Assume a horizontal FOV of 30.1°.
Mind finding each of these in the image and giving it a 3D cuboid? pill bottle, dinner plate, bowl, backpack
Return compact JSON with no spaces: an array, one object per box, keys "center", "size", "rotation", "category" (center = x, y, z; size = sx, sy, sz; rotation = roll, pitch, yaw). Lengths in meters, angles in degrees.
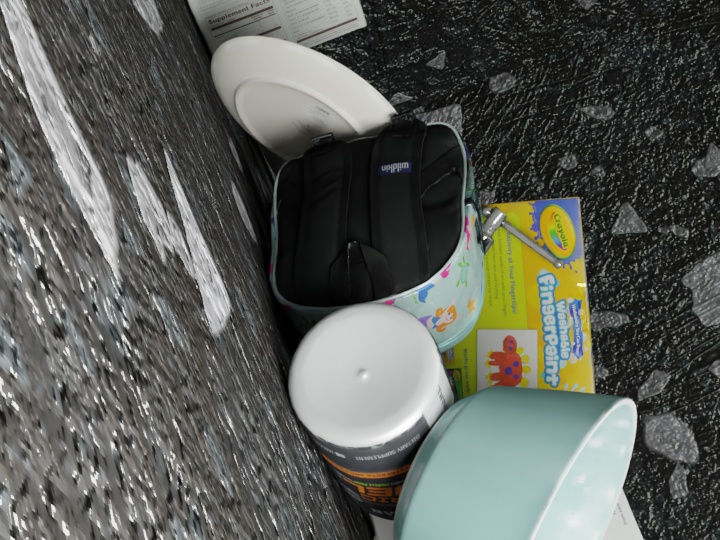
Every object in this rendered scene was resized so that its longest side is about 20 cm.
[{"center":[0.023,0.113,0.957],"size":[0.200,0.105,0.107],"rotation":[65,4,-58],"category":"pill bottle"},{"center":[-0.046,-0.130,1.172],"size":[0.024,0.199,0.201],"rotation":[-63,153,-24],"category":"dinner plate"},{"center":[0.094,0.157,0.889],"size":[0.104,0.202,0.201],"rotation":[24,-21,25],"category":"bowl"},{"center":[0.017,-0.008,1.075],"size":[0.201,0.176,0.151],"rotation":[-88,162,-53],"category":"backpack"}]

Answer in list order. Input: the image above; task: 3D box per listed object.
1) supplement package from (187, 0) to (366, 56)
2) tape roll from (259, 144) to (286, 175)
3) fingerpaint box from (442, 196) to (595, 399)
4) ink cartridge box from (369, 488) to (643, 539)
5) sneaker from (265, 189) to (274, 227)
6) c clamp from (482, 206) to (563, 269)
[{"center":[-0.100,-0.309,1.339],"size":[0.201,0.154,0.111],"rotation":[-109,178,-50],"category":"supplement package"},{"center":[-0.029,-0.116,1.421],"size":[0.202,0.037,0.203],"rotation":[35,-27,20],"category":"tape roll"},{"center":[0.126,0.044,1.224],"size":[0.073,0.165,0.202],"rotation":[45,40,-78],"category":"fingerpaint box"},{"center":[0.127,0.241,1.095],"size":[0.147,0.198,0.147],"rotation":[65,5,-54],"category":"ink cartridge box"},{"center":[-0.042,-0.036,1.277],"size":[0.200,0.073,0.088],"rotation":[-93,166,-79],"category":"sneaker"},{"center":[0.049,0.010,1.178],"size":[0.171,0.200,0.027],"rotation":[43,8,7],"category":"c clamp"}]
